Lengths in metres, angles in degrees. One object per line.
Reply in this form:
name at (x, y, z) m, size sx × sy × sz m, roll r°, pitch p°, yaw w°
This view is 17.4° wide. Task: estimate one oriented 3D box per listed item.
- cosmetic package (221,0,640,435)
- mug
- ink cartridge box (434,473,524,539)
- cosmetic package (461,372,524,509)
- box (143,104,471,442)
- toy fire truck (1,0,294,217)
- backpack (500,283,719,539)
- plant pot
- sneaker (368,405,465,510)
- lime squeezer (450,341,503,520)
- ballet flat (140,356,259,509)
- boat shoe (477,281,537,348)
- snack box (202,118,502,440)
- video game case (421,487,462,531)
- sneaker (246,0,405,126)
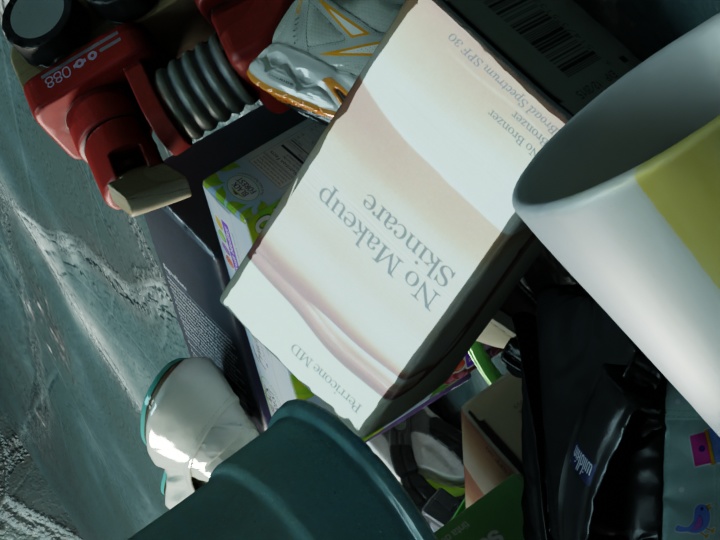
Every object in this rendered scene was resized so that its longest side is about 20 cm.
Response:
cosmetic package at (0.033, -0.035, 1.074) m, size 0.103 × 0.087 × 0.201 m, roll 41°, pitch 125°, yaw 13°
mug at (0.163, -0.005, 0.874) m, size 0.154 × 0.149 × 0.186 m, roll 55°, pitch 171°, yaw -12°
ink cartridge box at (0.108, 0.227, 1.216) m, size 0.200 × 0.084 × 0.145 m, roll 49°, pitch 160°, yaw 22°
cosmetic package at (0.118, 0.141, 1.321) m, size 0.103 × 0.087 × 0.201 m, roll 46°, pitch 158°, yaw 32°
box at (-0.033, 0.006, 1.428) m, size 0.104 × 0.147 × 0.201 m, roll 42°, pitch 156°, yaw 45°
toy fire truck at (-0.096, -0.102, 1.305) m, size 0.201 × 0.175 × 0.129 m, roll 65°, pitch -173°, yaw 32°
backpack at (0.141, 0.107, 1.073) m, size 0.167 × 0.125 × 0.202 m, roll -175°, pitch 83°, yaw -77°
plant pot at (-0.066, 0.197, 1.131) m, size 0.200 × 0.195 × 0.201 m, roll 48°, pitch 156°, yaw 30°
sneaker at (0.020, 0.110, 1.585) m, size 0.200 × 0.074 × 0.081 m, roll 54°, pitch 165°, yaw 26°
lime squeezer at (0.072, 0.110, 1.402) m, size 0.038 × 0.070 × 0.201 m, roll 34°, pitch 128°, yaw 33°
ballet flat at (-0.088, 0.109, 1.420) m, size 0.070 × 0.069 × 0.200 m, roll 54°, pitch 166°, yaw 19°
boat shoe at (0.042, -0.009, 1.260) m, size 0.071 × 0.060 × 0.200 m, roll 7°, pitch 164°, yaw 42°
snack box at (0.000, 0.000, 1.335) m, size 0.053 × 0.142 × 0.201 m, roll 43°, pitch 156°, yaw 43°
video game case at (0.112, 0.238, 1.510) m, size 0.180 × 0.026 × 0.200 m, roll 34°, pitch 155°, yaw 17°
sneaker at (0.035, -0.104, 1.192) m, size 0.199 × 0.093 × 0.076 m, roll 23°, pitch 178°, yaw 30°
